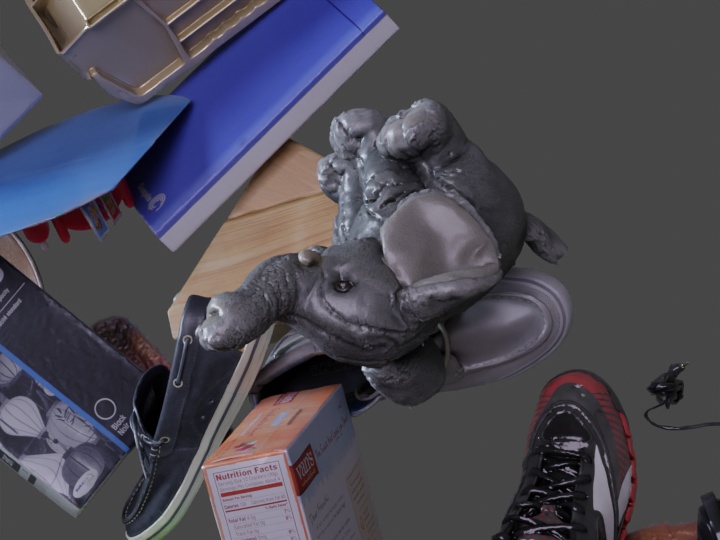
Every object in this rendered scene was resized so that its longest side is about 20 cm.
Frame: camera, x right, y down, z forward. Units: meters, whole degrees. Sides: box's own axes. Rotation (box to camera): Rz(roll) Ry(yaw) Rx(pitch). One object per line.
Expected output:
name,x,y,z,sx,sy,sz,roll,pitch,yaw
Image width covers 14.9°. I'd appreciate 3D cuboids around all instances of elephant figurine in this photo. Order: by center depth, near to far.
elephant figurine,0.016,0.009,1.605,0.155,0.142,0.200,-7,40,21

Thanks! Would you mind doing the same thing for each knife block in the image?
knife block,0.000,0.000,1.744,0.175,0.064,0.200,30,85,23

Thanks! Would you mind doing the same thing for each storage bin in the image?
storage bin,-0.140,-0.244,1.823,0.198,0.094,0.200,-37,57,5

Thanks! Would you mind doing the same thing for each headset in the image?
headset,0.248,0.133,1.639,0.200,0.094,0.124,43,91,8

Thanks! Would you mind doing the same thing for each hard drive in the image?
hard drive,-0.074,-0.112,1.783,0.200,0.025,0.132,-45,31,1

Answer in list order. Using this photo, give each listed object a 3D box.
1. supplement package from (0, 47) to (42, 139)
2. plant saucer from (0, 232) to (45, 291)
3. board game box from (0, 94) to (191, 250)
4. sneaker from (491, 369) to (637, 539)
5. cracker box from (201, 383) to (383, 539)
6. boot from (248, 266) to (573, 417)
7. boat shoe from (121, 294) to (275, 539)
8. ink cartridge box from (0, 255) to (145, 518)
supplement package,-0.328,-0.154,1.835,0.120,0.121,0.200,-45,50,2
plant saucer,-0.294,0.048,1.834,0.200,0.037,0.201,-4,77,16
board game box,-0.192,-0.049,1.774,0.158,0.200,0.039,-13,112,26
sneaker,0.120,0.152,1.647,0.071,0.098,0.201,2,74,20
cracker box,-0.026,0.182,1.620,0.057,0.134,0.201,-11,101,16
boot,0.030,0.055,1.693,0.199,0.096,0.074,-16,100,17
boat shoe,-0.113,0.090,1.709,0.062,0.200,0.075,22,37,-8
ink cartridge box,-0.227,0.058,1.763,0.200,0.039,0.100,38,73,0
